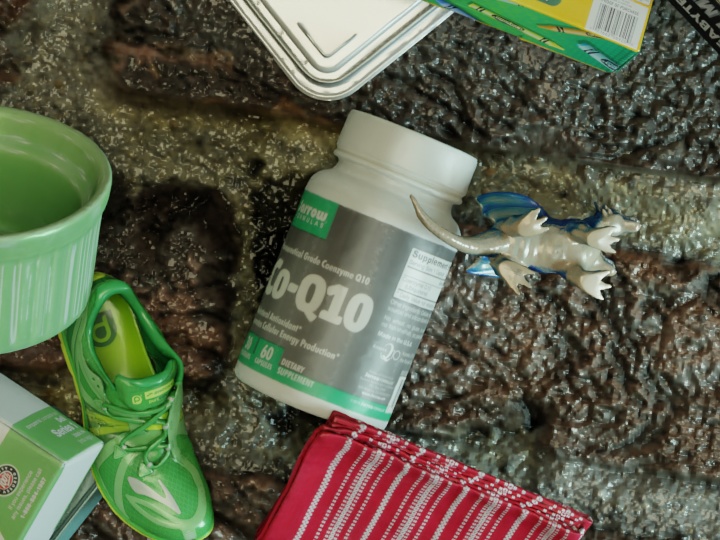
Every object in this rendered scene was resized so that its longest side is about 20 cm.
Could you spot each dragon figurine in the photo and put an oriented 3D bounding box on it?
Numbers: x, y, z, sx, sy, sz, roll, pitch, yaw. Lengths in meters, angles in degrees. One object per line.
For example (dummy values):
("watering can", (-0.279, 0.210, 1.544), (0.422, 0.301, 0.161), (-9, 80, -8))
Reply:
("dragon figurine", (0.108, -0.020, 1.700), (0.200, 0.099, 0.059), (4, 98, -22))

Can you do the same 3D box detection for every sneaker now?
("sneaker", (-0.155, 0.097, 1.728), (0.074, 0.084, 0.200), (-23, 92, -21))

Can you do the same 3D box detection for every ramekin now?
("ramekin", (-0.267, -0.026, 1.676), (0.199, 0.200, 0.098), (7, 119, 0))

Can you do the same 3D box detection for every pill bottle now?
("pill bottle", (0.000, 0.000, 1.715), (0.113, 0.113, 0.200), (21, 91, 0))

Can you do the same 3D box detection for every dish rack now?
("dish rack", (-0.023, -0.238, 1.746), (0.172, 0.044, 0.200), (-39, 90, 1))

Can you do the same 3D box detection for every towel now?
("towel", (0.039, 0.178, 1.711), (0.200, 0.023, 0.145), (22, 132, -8))

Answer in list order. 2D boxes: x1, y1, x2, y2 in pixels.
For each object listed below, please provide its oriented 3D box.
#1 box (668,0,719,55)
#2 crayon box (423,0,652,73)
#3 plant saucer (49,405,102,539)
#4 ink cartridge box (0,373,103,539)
("box", (0.256, -0.268, 1.703), (0.199, 0.050, 0.200), (45, 65, 1))
("crayon box", (0.107, -0.227, 1.706), (0.200, 0.058, 0.119), (20, 74, -10))
("plant saucer", (-0.252, 0.194, 1.769), (0.070, 0.019, 0.200), (38, 90, -1))
("ink cartridge box", (-0.300, 0.126, 1.711), (0.200, 0.084, 0.146), (34, 104, 8))
